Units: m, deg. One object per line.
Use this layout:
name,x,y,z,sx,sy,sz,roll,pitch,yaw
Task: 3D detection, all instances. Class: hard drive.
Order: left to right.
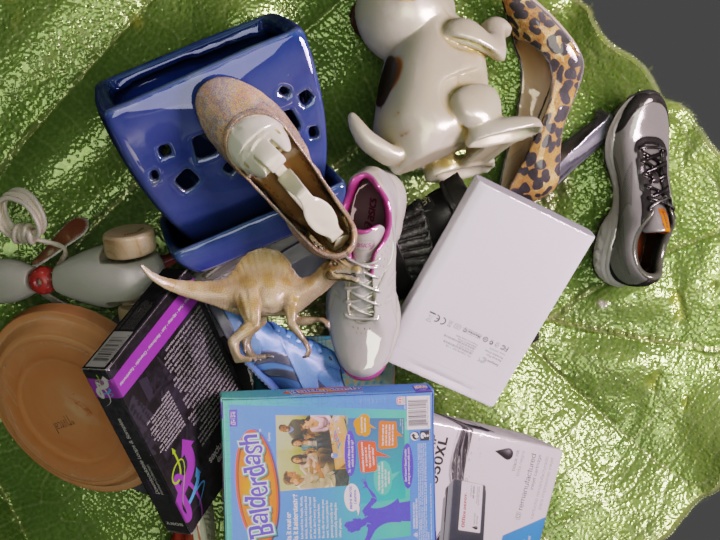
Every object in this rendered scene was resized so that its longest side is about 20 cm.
hard drive,0.120,0.022,1.557,0.131,0.027,0.201,24,109,-16

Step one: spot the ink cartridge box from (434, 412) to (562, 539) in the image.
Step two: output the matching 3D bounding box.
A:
ink cartridge box,0.084,0.221,1.602,0.198,0.084,0.146,15,90,-25

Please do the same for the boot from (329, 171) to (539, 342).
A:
boot,0.072,0.017,1.607,0.157,0.080,0.212,-29,114,6

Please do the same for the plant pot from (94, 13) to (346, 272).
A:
plant pot,-0.125,-0.118,1.513,0.198,0.200,0.181,-23,106,-6

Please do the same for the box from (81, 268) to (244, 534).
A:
box,-0.168,0.121,1.482,0.036,0.143,0.201,0,127,33

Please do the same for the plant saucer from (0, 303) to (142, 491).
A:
plant saucer,-0.270,0.127,1.536,0.198,0.032,0.202,12,121,20

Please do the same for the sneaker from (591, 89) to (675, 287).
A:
sneaker,0.289,-0.080,1.624,0.073,0.079,0.202,0,98,-30

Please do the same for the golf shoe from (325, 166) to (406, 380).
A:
golf shoe,0.000,0.000,1.497,0.074,0.092,0.202,1,84,8

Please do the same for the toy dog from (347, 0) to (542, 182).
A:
toy dog,0.057,-0.195,1.559,0.192,0.140,0.202,-12,77,-19

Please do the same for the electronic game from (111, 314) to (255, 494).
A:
electronic game,-0.182,0.125,1.601,0.198,0.042,0.202,0,87,-8

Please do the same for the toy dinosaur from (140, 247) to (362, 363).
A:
toy dinosaur,-0.098,0.031,1.460,0.198,0.058,0.102,-3,88,-9

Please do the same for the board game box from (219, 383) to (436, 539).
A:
board game box,-0.030,0.186,1.495,0.198,0.045,0.154,-1,95,-6

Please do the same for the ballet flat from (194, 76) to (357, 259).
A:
ballet flat,-0.066,-0.087,1.401,0.068,0.067,0.200,-42,112,1

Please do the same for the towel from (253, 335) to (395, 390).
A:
towel,-0.037,0.162,1.606,0.145,0.022,0.202,-1,97,-17

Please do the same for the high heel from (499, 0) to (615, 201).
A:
high heel,0.158,-0.172,1.605,0.142,0.071,0.201,-38,108,-10

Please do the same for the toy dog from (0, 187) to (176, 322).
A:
toy dog,-0.256,-0.003,1.545,0.198,0.096,0.133,21,111,18

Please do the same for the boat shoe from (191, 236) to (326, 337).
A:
boat shoe,-0.131,0.012,1.562,0.199,0.072,0.066,-32,66,0

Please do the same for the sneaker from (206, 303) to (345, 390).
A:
sneaker,-0.065,0.081,1.534,0.078,0.066,0.200,-40,114,3

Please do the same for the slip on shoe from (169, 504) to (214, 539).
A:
slip on shoe,-0.174,0.293,1.588,0.060,0.074,0.202,4,116,-2
